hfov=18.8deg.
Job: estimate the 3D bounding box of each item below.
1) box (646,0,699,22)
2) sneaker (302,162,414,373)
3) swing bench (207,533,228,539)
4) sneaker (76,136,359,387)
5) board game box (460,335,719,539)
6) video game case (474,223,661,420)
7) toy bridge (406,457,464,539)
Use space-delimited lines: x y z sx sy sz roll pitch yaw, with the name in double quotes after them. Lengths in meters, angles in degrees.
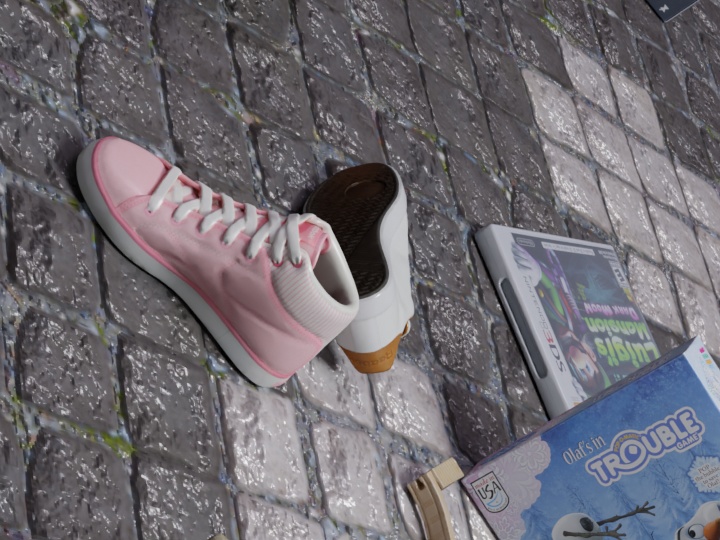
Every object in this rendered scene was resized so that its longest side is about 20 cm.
0.320 -0.403 2.351 0.200 0.104 0.182 47 32 -16 "box"
0.000 0.000 1.527 0.200 0.073 0.085 -85 164 -56 "sneaker"
-0.086 0.242 1.046 0.200 0.130 0.199 7 46 -53 "swing bench"
-0.081 -0.025 1.371 0.200 0.105 0.075 48 32 -13 "sneaker"
0.203 0.178 1.498 0.199 0.200 0.043 57 30 1 "board game box"
0.186 0.053 1.780 0.200 0.023 0.182 8 55 -54 "video game case"
0.089 0.225 1.458 0.067 0.027 0.200 -20 78 -58 "toy bridge"
